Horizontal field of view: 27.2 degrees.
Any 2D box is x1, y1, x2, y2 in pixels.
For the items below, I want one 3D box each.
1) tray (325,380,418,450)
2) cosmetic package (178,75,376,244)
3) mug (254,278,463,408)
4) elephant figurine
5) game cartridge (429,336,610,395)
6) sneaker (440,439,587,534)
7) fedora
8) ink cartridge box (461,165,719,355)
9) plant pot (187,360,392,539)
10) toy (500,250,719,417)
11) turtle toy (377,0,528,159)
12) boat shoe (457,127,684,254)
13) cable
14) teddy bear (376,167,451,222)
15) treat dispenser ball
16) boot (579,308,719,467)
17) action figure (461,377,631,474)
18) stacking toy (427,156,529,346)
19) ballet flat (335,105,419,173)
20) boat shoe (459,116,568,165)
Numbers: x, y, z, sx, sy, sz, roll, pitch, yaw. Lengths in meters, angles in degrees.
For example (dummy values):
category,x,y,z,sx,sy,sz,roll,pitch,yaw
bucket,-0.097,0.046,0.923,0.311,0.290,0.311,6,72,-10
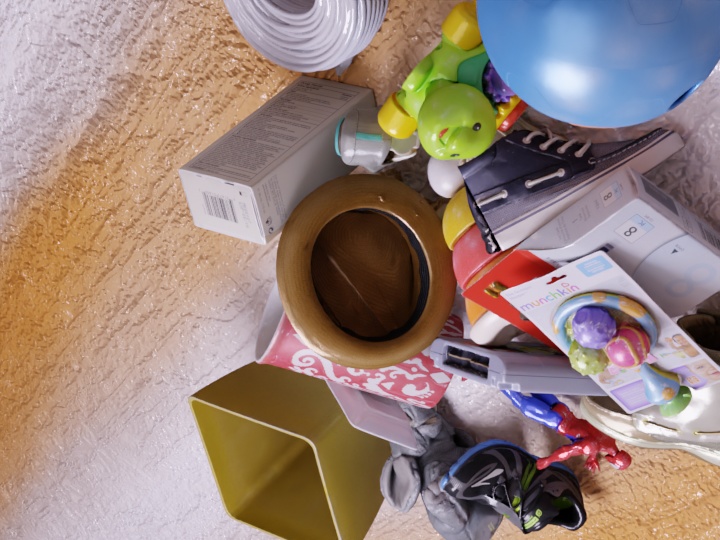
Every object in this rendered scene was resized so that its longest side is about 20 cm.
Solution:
category,x,y,z,sx,sy,sz,roll,pitch,yaw
tray,-0.005,0.120,1.699,0.022,0.107,0.200,-52,42,17
cosmetic package,-0.079,-0.116,1.522,0.103,0.200,0.073,17,133,36
mug,0.003,0.053,1.634,0.200,0.178,0.134,20,132,-11
elephant figurine,0.087,0.221,1.747,0.200,0.155,0.141,34,-176,41
game cartridge,0.165,0.095,1.501,0.200,0.133,0.041,-168,87,-71
sneaker,0.174,0.239,1.617,0.071,0.199,0.083,-53,39,24
fedora,0.000,0.000,1.511,0.201,0.200,0.082,58,170,-14
ink cartridge box,0.217,0.010,1.342,0.160,0.047,0.200,29,124,-36
plant pot,-0.058,0.202,1.808,0.200,0.176,0.200,15,133,37
toy,0.230,0.072,1.342,0.115,0.047,0.200,-26,128,37
turtle toy,0.094,-0.159,1.320,0.101,0.200,0.146,40,123,4
boat shoe,0.181,-0.098,1.333,0.200,0.075,0.093,-29,87,11
cable,-0.063,-0.293,1.455,0.200,0.069,0.200,48,144,0
teddy bear,0.037,-0.048,1.592,0.200,0.067,0.145,-9,130,44
treat dispenser ball,0.191,-0.211,1.166,0.201,0.201,0.201,26,138,26
boot,0.306,0.105,1.446,0.200,0.072,0.155,15,133,29
action figure,0.200,0.171,1.615,0.200,0.065,0.099,32,132,21
stacking toy,0.132,-0.040,1.475,0.200,0.146,0.146,60,146,15
ballet flat,0.027,-0.126,1.450,0.064,0.200,0.068,5,97,12
boat shoe,0.128,-0.115,1.429,0.200,0.065,0.072,30,140,23
